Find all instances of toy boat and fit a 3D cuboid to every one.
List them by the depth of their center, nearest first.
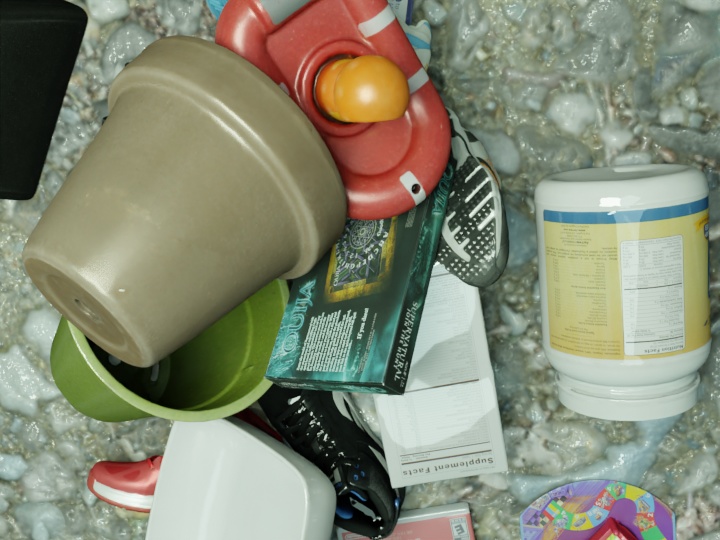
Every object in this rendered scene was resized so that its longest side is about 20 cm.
[{"bbox_3d":[-0.006,-0.126,0.576,0.130,0.131,0.201,-38,116,-6],"label":"toy boat"}]

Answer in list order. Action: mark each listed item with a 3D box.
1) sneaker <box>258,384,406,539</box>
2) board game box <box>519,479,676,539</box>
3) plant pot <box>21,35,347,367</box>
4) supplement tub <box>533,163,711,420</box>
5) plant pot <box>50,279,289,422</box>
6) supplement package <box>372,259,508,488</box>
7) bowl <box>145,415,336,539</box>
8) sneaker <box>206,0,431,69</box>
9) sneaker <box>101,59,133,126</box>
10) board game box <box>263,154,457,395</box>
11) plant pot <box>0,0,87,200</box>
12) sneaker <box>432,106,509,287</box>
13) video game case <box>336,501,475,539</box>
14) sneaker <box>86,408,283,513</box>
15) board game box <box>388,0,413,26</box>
[{"bbox_3d":[-0.031,0.169,0.776,0.200,0.112,0.073,44,102,-4],"label":"sneaker"},{"bbox_3d":[0.246,0.315,0.823,0.156,0.039,0.202,-5,101,6],"label":"board game box"},{"bbox_3d":[-0.136,-0.032,0.575,0.200,0.200,0.175,40,63,-3],"label":"plant pot"},{"bbox_3d":[0.229,0.014,0.711,0.143,0.145,0.202,-5,102,6],"label":"supplement tub"},{"bbox_3d":[-0.192,0.055,0.730,0.201,0.200,0.190,52,139,-6],"label":"plant pot"},{"bbox_3d":[0.065,0.081,0.758,0.113,0.110,0.202,-10,100,7],"label":"supplement package"},{"bbox_3d":[-0.105,0.237,0.731,0.199,0.074,0.202,18,96,40],"label":"bowl"},{"bbox_3d":[-0.033,-0.203,0.662,0.199,0.076,0.081,21,85,-26],"label":"sneaker"},{"bbox_3d":[-0.158,-0.099,0.743,0.200,0.073,0.113,38,123,25],"label":"sneaker"},{"bbox_3d":[0.000,0.000,0.667,0.134,0.028,0.202,-4,63,43],"label":"board game box"},{"bbox_3d":[-0.393,-0.180,0.715,0.198,0.177,0.202,23,102,0],"label":"plant pot"},{"bbox_3d":[0.097,-0.061,0.690,0.080,0.201,0.074,32,124,-33],"label":"sneaker"},{"bbox_3d":[0.063,0.350,0.861,0.142,0.017,0.202,-11,101,7],"label":"video game case"},{"bbox_3d":[-0.172,0.184,0.830,0.198,0.078,0.117,9,94,-9],"label":"sneaker"},{"bbox_3d":[-0.021,-0.230,0.712,0.134,0.034,0.202,4,99,-18],"label":"board game box"}]
